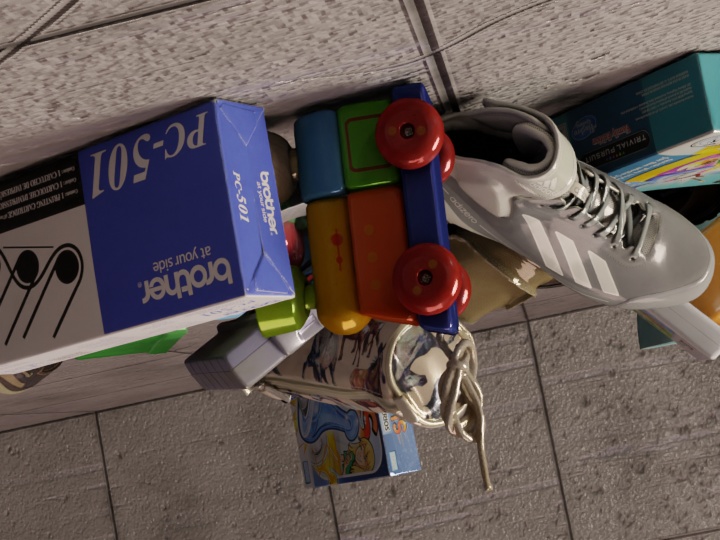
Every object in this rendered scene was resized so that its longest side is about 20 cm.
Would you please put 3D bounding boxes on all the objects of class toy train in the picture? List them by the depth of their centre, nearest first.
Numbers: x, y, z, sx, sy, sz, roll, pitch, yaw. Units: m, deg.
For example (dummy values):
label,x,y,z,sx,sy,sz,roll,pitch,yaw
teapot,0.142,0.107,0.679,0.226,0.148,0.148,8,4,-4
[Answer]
label,x,y,z,sx,sy,sz,roll,pitch,yaw
toy train,-0.002,0.016,0.692,0.114,0.204,0.085,-7,174,8

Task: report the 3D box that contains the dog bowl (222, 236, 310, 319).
label,x,y,z,sx,sy,sz,roll,pitch,yaw
dog bowl,-0.067,-0.001,1.078,0.110,0.050,0.199,-7,172,-31

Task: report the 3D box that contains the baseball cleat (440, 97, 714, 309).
label,x,y,z,sx,sy,sz,roll,pitch,yaw
baseball cleat,0.119,-0.034,0.768,0.197,0.071,0.106,18,164,-6

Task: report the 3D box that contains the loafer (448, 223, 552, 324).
label,x,y,z,sx,sy,sz,roll,pitch,yaw
loafer,0.078,0.000,0.911,0.068,0.076,0.200,-55,-174,-5

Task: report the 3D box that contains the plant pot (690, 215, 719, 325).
label,x,y,z,sx,sy,sz,roll,pitch,yaw
plant pot,0.348,0.014,1.026,0.199,0.184,0.200,-38,172,-6

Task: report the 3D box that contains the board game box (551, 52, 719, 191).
label,x,y,z,sx,sy,sz,roll,pitch,yaw
board game box,0.224,-0.089,0.850,0.198,0.048,0.150,-7,172,-34

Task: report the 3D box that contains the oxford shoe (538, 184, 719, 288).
label,x,y,z,sx,sy,sz,roll,pitch,yaw
oxford shoe,0.192,-0.045,1.098,0.199,0.074,0.084,-29,163,28

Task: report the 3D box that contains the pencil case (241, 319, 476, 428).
label,x,y,z,sx,sy,sz,roll,pitch,yaw
pencil case,-0.005,0.063,0.965,0.199,0.078,0.090,3,-129,53

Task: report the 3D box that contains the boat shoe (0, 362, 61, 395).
label,x,y,z,sx,sy,sz,roll,pitch,yaw
boat shoe,-0.279,0.060,1.127,0.072,0.076,0.200,-12,175,8

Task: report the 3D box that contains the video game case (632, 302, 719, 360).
label,x,y,z,sx,sy,sz,roll,pitch,yaw
video game case,0.163,-0.006,0.941,0.022,0.199,0.182,-52,168,4

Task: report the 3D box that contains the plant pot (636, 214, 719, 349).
label,x,y,z,sx,sy,sz,roll,pitch,yaw
plant pot,0.393,0.001,1.514,0.197,0.137,0.200,-11,174,-1

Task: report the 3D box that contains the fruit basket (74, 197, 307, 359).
label,x,y,z,sx,sy,sz,roll,pitch,yaw
fruit basket,-0.097,-0.016,0.851,0.198,0.095,0.185,-26,178,-16

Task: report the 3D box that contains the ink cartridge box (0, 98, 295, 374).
label,x,y,z,sx,sy,sz,roll,pitch,yaw
ink cartridge box,-0.129,-0.011,0.692,0.198,0.096,0.044,-15,171,31

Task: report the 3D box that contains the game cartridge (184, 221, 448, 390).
label,x,y,z,sx,sy,sz,roll,pitch,yaw
game cartridge,-0.020,0.003,0.881,0.199,0.039,0.130,-40,-177,-18

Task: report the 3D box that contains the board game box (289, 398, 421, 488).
label,x,y,z,sx,sy,sz,roll,pitch,yaw
board game box,-0.018,0.076,1.154,0.034,0.203,0.135,-6,172,-35
